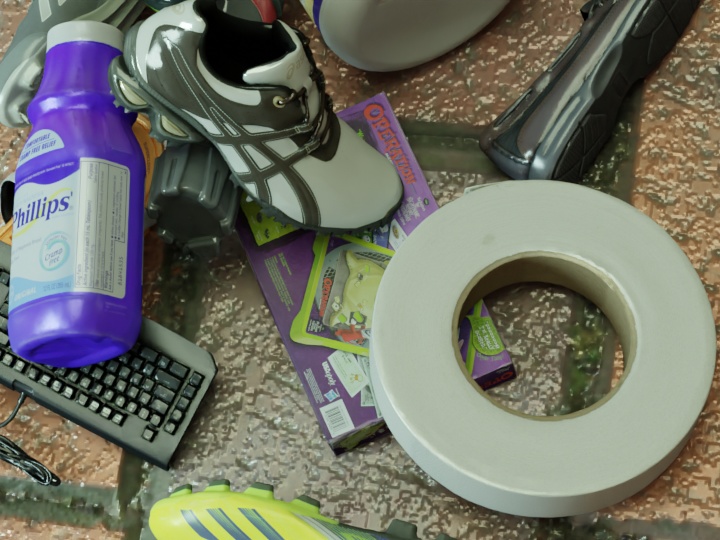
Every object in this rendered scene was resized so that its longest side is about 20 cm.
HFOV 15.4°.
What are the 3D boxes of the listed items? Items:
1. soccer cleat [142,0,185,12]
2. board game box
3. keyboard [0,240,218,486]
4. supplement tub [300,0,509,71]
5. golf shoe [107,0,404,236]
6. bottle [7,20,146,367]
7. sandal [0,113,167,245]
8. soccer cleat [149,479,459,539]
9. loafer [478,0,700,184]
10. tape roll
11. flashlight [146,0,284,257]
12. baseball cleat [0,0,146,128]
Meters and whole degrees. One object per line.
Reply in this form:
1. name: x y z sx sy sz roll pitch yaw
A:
1. soccer cleat: -0.121 -0.238 1.637 0.067 0.081 0.200 -9 49 -2
2. board game box: 0.000 0.000 1.604 0.120 0.032 0.200 -25 65 3
3. keyboard: -0.197 0.063 1.596 0.200 0.021 0.127 27 91 10
4. supplement tub: 0.001 -0.239 1.642 0.145 0.145 0.200 -30 65 -3
5. golf shoe: -0.045 -0.088 1.540 0.200 0.094 0.078 28 50 -25
6. bottle: -0.165 -0.047 1.570 0.083 0.065 0.200 -18 64 45
7. sandal: -0.197 -0.022 1.633 0.079 0.059 0.207 40 79 23
8. soccer cleat: -0.032 0.174 1.515 0.200 0.065 0.084 12 72 15
9. loafer: 0.144 -0.138 1.615 0.063 0.072 0.200 29 78 25
10. tape roll: 0.104 0.043 1.538 0.202 0.037 0.203 1 64 -2
11. flashlight: -0.090 -0.109 1.620 0.068 0.068 0.200 20 50 -11
12. baseball cleat: -0.186 -0.176 1.701 0.106 0.070 0.200 30 65 27
